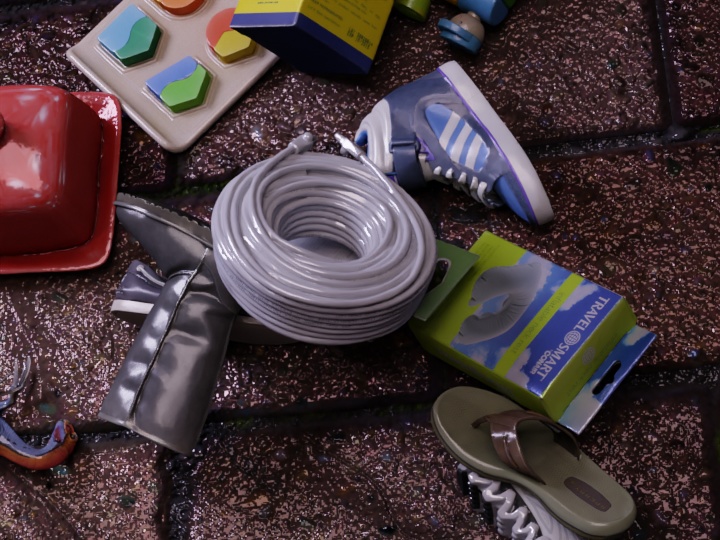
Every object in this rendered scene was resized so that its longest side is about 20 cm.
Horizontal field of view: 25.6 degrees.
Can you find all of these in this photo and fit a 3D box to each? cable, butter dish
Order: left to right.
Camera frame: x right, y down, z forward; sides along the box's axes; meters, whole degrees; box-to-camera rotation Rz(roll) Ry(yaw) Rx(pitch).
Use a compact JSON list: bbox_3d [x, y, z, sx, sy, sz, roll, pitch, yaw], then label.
[{"bbox_3d":[-0.348,-0.110,1.554,0.198,0.148,0.201,-2,66,8],"label":"butter dish"},{"bbox_3d":[-0.034,-0.022,1.373,0.199,0.069,0.200,-27,57,-38],"label":"cable"}]

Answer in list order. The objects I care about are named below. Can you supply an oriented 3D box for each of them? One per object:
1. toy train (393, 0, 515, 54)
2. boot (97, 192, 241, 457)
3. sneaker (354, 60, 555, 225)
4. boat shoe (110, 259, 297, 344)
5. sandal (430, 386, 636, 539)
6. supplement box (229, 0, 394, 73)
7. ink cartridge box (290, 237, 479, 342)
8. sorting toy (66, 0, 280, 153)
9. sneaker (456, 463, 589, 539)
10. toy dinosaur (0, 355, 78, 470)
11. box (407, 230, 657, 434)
[{"bbox_3d":[0.069,-0.309,1.623,0.199,0.085,0.116,31,89,23],"label":"toy train"},{"bbox_3d":[-0.187,0.046,1.443,0.181,0.072,0.201,26,95,27],"label":"boot"},{"bbox_3d":[0.080,-0.092,1.521,0.146,0.081,0.201,-34,68,3],"label":"sneaker"},{"bbox_3d":[-0.140,0.027,1.501,0.199,0.073,0.063,6,71,17],"label":"boat shoe"},{"bbox_3d":[0.151,0.152,1.347,0.200,0.058,0.080,30,51,25],"label":"sandal"},{"bbox_3d":[-0.029,-0.309,1.576,0.109,0.109,0.201,9,76,48],"label":"supplement box"},{"bbox_3d":[0.000,0.000,1.466,0.199,0.060,0.104,23,46,24],"label":"ink cartridge box"},{"bbox_3d":[-0.183,-0.242,1.650,0.200,0.037,0.185,-43,66,-11],"label":"sorting toy"},{"bbox_3d":[0.170,0.225,1.363,0.081,0.075,0.200,-32,65,-16],"label":"sneaker"},{"bbox_3d":[-0.362,0.141,1.505,0.182,0.105,0.200,46,117,12],"label":"toy dinosaur"},{"bbox_3d":[0.151,0.052,1.417,0.200,0.048,0.122,28,72,44],"label":"box"}]
